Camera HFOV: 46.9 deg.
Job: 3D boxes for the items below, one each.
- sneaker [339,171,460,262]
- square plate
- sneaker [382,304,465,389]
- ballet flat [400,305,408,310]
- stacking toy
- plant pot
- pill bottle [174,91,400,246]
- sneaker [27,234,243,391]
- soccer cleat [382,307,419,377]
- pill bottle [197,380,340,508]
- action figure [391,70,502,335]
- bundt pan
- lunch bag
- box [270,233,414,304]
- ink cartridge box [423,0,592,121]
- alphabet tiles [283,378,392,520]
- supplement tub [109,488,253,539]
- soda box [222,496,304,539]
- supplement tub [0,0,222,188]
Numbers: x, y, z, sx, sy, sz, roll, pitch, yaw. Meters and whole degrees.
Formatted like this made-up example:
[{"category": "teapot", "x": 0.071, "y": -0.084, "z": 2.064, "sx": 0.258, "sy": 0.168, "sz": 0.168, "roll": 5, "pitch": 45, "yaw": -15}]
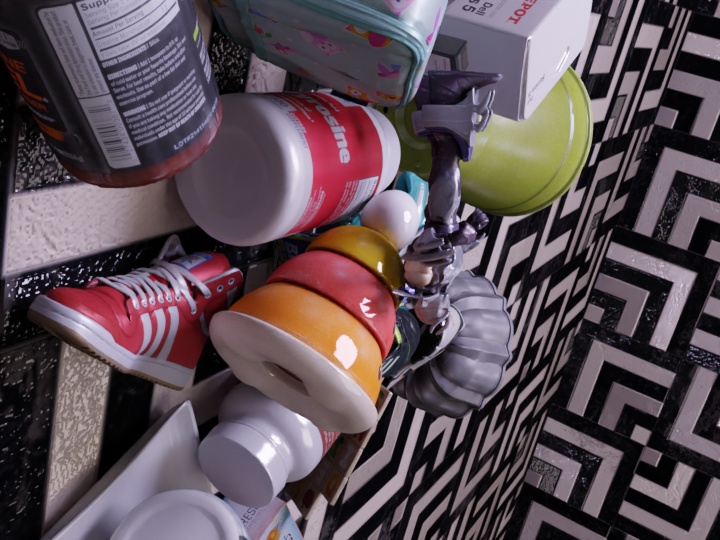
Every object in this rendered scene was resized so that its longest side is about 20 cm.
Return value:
[{"category": "sneaker", "x": 0.004, "y": -0.015, "z": 0.767, "sx": 0.200, "sy": 0.080, "sz": 0.077, "roll": -43, "pitch": -173, "yaw": -28}, {"category": "square plate", "x": -0.211, "y": 0.238, "z": 0.741, "sx": 0.200, "sy": 0.028, "sz": 0.198, "roll": -47, "pitch": 151, "yaw": -38}, {"category": "sneaker", "x": 0.047, "y": 0.101, "z": 1.006, "sx": 0.200, "sy": 0.074, "sz": 0.080, "roll": -33, "pitch": 168, "yaw": 36}, {"category": "ballet flat", "x": 0.012, "y": 0.036, "z": 0.989, "sx": 0.200, "sy": 0.069, "sz": 0.070, "roll": 3, "pitch": 109, "yaw": -66}, {"category": "stacking toy", "x": -0.011, "y": 0.013, "z": 0.656, "sx": 0.200, "sy": 0.146, "sz": 0.146, "roll": -57, "pitch": 155, "yaw": -21}, {"category": "plant pot", "x": 0.122, "y": -0.163, "z": 0.912, "sx": 0.193, "sy": 0.200, "sz": 0.201, "roll": -2, "pitch": 114, "yaw": -52}, {"category": "pill bottle", "x": -0.047, "y": -0.090, "z": 0.680, "sx": 0.200, "sy": 0.112, "sz": 0.112, "roll": -23, "pitch": 132, "yaw": -59}, {"category": "sneaker", "x": -0.153, "y": 0.018, "z": 0.604, "sx": 0.113, "sy": 0.071, "sz": 0.200, "roll": -59, "pitch": 164, "yaw": -8}, {"category": "soccer cleat", "x": 0.016, "y": 0.070, "z": 0.795, "sx": 0.200, "sy": 0.081, "sz": 0.068, "roll": -13, "pitch": 80, "yaw": -57}, {"category": "pill bottle", "x": -0.069, "y": 0.135, "z": 0.827, "sx": 0.200, "sy": 0.112, "sz": 0.112, "roll": -47, "pitch": 151, "yaw": -48}, {"category": "action figure", "x": 0.064, "y": -0.047, "z": 0.628, "sx": 0.130, "sy": 0.069, "sz": 0.200, "roll": -52, "pitch": 146, "yaw": -78}, {"category": "bundt pan", "x": 0.098, "y": 0.091, "z": 1.084, "sx": 0.076, "sy": 0.202, "sz": 0.202, "roll": 15, "pitch": 99, "yaw": -41}, {"category": "lunch bag", "x": -0.027, "y": -0.176, "z": 0.554, "sx": 0.200, "sy": 0.160, "sz": 0.077, "roll": 163, "pitch": -54, "yaw": -88}, {"category": "box", "x": 0.000, "y": 0.000, "z": 0.856, "sx": 0.200, "sy": 0.064, "sz": 0.070, "roll": 0, "pitch": 98, "yaw": -51}, {"category": "ink cartridge box", "x": 0.084, "y": -0.226, "z": 0.723, "sx": 0.146, "sy": 0.200, "sz": 0.084, "roll": -51, "pitch": 152, "yaw": -33}, {"category": "alphabet tiles", "x": -0.029, "y": 0.173, "z": 0.940, "sx": 0.006, "sy": 0.166, "sz": 0.200, "roll": 29, "pitch": 88, "yaw": -24}, {"category": "supplement tub", "x": -0.142, "y": 0.288, "z": 0.746, "sx": 0.123, "sy": 0.122, "sz": 0.200, "roll": -53, "pitch": 154, "yaw": -28}, {"category": "soda box", "x": -0.113, "y": 0.319, "z": 0.976, "sx": 0.064, "sy": 0.068, "sz": 0.200, "roll": -54, "pitch": 155, "yaw": -28}, {"category": "supplement tub", "x": -0.144, "y": -0.145, "z": 0.431, "sx": 0.107, "sy": 0.107, "sz": 0.200, "roll": -53, "pitch": 153, "yaw": -29}]
